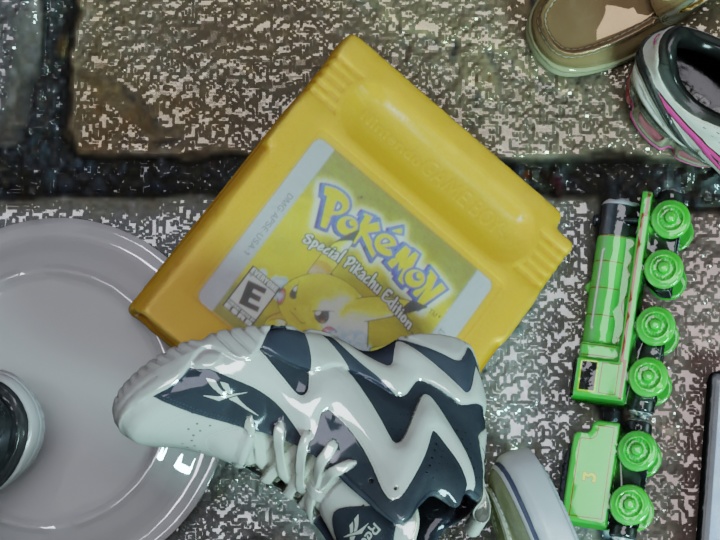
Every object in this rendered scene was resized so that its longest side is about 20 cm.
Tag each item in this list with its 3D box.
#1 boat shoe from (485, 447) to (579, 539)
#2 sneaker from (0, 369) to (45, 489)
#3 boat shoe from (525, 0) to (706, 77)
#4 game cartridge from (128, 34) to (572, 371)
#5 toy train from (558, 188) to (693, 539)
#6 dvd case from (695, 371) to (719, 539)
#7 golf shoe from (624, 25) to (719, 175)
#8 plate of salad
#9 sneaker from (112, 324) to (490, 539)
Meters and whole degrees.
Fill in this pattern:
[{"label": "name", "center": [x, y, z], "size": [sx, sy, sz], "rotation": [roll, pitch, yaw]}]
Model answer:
[{"label": "boat shoe", "center": [0.099, 0.197, 1.178], "size": [0.062, 0.072, 0.201], "rotation": [-17, 81, -5]}, {"label": "sneaker", "center": [-0.262, 0.127, 1.156], "size": [0.200, 0.114, 0.076], "rotation": [-42, 79, 17]}, {"label": "boat shoe", "center": [0.181, -0.184, 1.258], "size": [0.199, 0.066, 0.074], "rotation": [-35, 79, -6]}, {"label": "game cartridge", "center": [0.000, 0.000, 1.212], "size": [0.176, 0.032, 0.200], "rotation": [39, 76, -7]}, {"label": "toy train", "center": [0.146, 0.050, 1.225], "size": [0.056, 0.042, 0.202], "rotation": [6, 78, 14]}, {"label": "dvd case", "center": [0.285, 0.135, 1.213], "size": [0.198, 0.018, 0.144], "rotation": [5, 79, 3]}, {"label": "golf shoe", "center": [0.236, -0.066, 1.220], "size": [0.199, 0.092, 0.073], "rotation": [31, 79, 6]}, {"label": "plate of salad", "center": [-0.168, 0.072, 1.223], "size": [0.198, 0.048, 0.202], "rotation": [-1, 84, 8]}, {"label": "sneaker", "center": [-0.021, 0.103, 1.118], "size": [0.198, 0.080, 0.130], "rotation": [3, 53, -24]}]
